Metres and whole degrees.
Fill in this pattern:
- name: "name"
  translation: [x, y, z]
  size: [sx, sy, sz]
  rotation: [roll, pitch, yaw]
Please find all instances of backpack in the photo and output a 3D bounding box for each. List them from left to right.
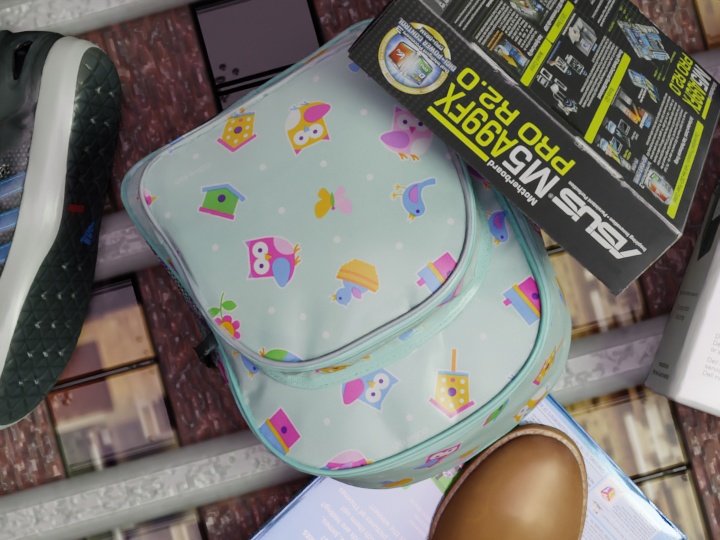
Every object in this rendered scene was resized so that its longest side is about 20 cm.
- name: "backpack"
  translation: [0.000, 0.000, 0.978]
  size: [0.176, 0.153, 0.200]
  rotation: [-30, 81, 2]

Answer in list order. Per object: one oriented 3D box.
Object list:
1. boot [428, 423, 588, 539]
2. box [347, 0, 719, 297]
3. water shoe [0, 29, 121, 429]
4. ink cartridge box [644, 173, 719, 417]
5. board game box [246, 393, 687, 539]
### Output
- name: "boot"
  translation: [0.049, 0.166, 0.953]
  size: [0.077, 0.155, 0.200]
  rotation: [35, 90, 1]
- name: "box"
  translation: [0.089, -0.091, 0.965]
  size: [0.160, 0.200, 0.044]
  rotation: [42, 117, -5]
- name: "water shoe"
  translation: [-0.176, -0.021, 1.043]
  size: [0.079, 0.071, 0.200]
  rotation: [13, 86, 22]
- name: "ink cartridge box"
  translation: [0.245, -0.010, 1.026]
  size: [0.145, 0.084, 0.200]
  rotation: [20, 90, -1]
- name: "board game box"
  translation: [0.039, 0.147, 1.050]
  size: [0.200, 0.037, 0.151]
  rotation: [-43, 90, -1]
